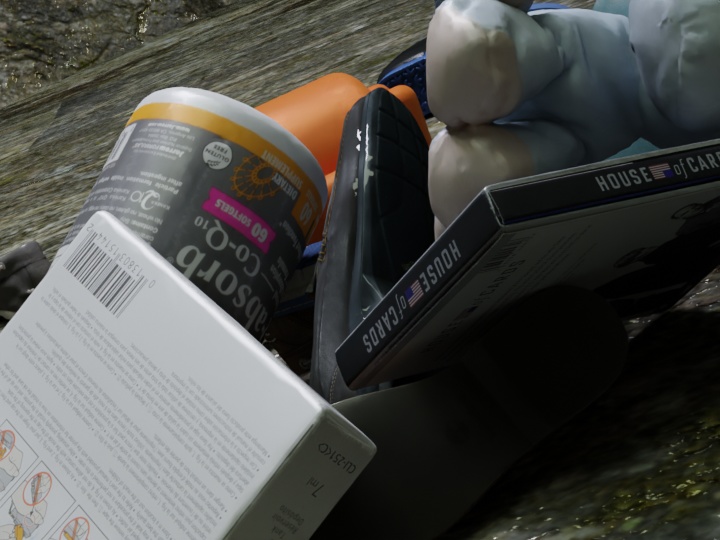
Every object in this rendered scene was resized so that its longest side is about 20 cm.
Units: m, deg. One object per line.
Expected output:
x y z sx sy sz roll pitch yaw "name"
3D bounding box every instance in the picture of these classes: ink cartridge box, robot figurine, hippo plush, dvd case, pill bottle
-0.111 0.088 0.766 0.177 0.045 0.200 -50 43 -2 "ink cartridge box"
-0.046 -0.063 1.262 0.199 0.117 0.144 -27 55 -21 "robot figurine"
0.116 -0.072 0.844 0.159 0.161 0.200 0 -17 7 "hippo plush"
0.102 -0.006 0.807 0.199 0.025 0.150 -12 -23 -33 "dvd case"
-0.104 0.017 0.922 0.116 0.116 0.201 -3 55 49 "pill bottle"

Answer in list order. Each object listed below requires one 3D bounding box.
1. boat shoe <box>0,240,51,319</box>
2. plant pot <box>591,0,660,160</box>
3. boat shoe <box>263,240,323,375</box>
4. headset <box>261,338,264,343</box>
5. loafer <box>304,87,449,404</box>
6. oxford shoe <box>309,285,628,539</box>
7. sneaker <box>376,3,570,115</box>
-0.311 0.008 1.486 0.199 0.057 0.067 -5 21 46 "boat shoe"
0.204 -0.114 1.054 0.198 0.136 0.200 -19 15 5 "plant pot"
0.035 0.007 0.980 0.198 0.073 0.072 -15 16 28 "boat shoe"
-0.086 0.021 1.044 0.093 0.124 0.200 10 44 27 "headset"
0.000 0.000 0.898 0.072 0.073 0.202 -21 51 32 "loafer"
0.027 0.082 0.785 0.199 0.072 0.071 -28 -14 -14 "oxford shoe"
0.104 -0.194 1.601 0.198 0.071 0.078 -18 22 16 "sneaker"
